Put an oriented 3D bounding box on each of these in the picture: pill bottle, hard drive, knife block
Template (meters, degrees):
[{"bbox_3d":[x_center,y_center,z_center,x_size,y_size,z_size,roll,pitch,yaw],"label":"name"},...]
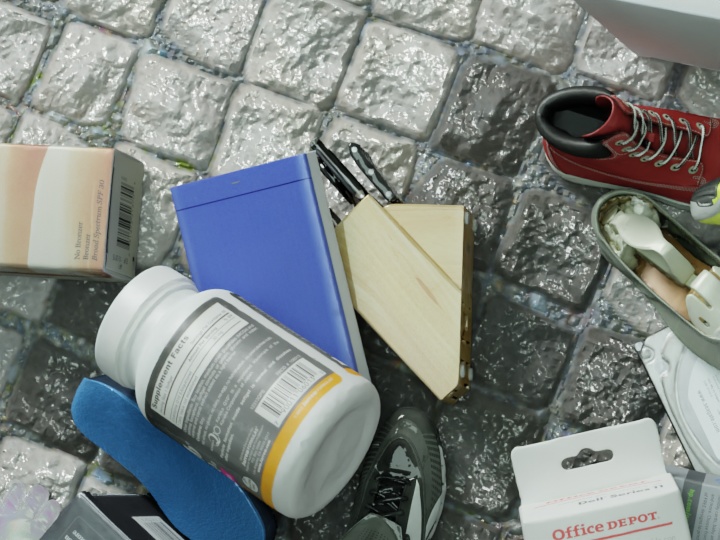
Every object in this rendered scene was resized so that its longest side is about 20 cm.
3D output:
[{"bbox_3d":[-0.093,0.085,1.493,0.199,0.116,0.117,31,90,24],"label":"pill bottle"},{"bbox_3d":[0.322,0.074,1.505,0.199,0.038,0.141,-26,79,6],"label":"hard drive"},{"bbox_3d":[-0.068,0.021,1.548,0.131,0.025,0.202,-12,93,33],"label":"hard drive"},{"bbox_3d":[0.000,0.000,1.563,0.174,0.064,0.202,0,83,12],"label":"knife block"}]

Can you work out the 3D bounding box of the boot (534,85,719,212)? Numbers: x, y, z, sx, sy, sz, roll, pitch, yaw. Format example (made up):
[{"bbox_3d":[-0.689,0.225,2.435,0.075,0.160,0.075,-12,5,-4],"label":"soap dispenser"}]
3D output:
[{"bbox_3d":[0.229,-0.092,1.489,0.198,0.144,0.073,7,83,10],"label":"boot"}]

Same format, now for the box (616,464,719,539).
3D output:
[{"bbox_3d":[0.274,0.233,1.474,0.198,0.041,0.157,11,100,13],"label":"box"}]

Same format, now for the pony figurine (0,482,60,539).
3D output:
[{"bbox_3d":[-0.352,0.209,1.560,0.166,0.200,0.194,26,73,20],"label":"pony figurine"}]

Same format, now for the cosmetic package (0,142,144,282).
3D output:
[{"bbox_3d":[-0.281,-0.048,1.611,0.198,0.087,0.104,2,84,11],"label":"cosmetic package"}]

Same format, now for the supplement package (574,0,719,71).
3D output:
[{"bbox_3d":[0.276,-0.211,1.461,0.199,0.156,0.112,15,85,31],"label":"supplement package"}]

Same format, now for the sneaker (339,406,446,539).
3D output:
[{"bbox_3d":[0.017,0.201,1.520,0.066,0.090,0.202,15,86,11],"label":"sneaker"}]

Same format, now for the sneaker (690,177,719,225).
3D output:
[{"bbox_3d":[0.337,-0.039,1.454,0.198,0.075,0.077,-1,96,2],"label":"sneaker"}]

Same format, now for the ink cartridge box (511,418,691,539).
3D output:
[{"bbox_3d":[0.180,0.216,1.430,0.116,0.067,0.202,-13,94,4],"label":"ink cartridge box"}]

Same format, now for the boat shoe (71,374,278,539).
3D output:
[{"bbox_3d":[-0.132,0.141,1.563,0.200,0.069,0.084,45,114,17],"label":"boat shoe"}]

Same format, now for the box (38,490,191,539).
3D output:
[{"bbox_3d":[-0.202,0.276,1.500,0.117,0.197,0.200,40,92,12],"label":"box"}]

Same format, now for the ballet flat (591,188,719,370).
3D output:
[{"bbox_3d":[0.241,0.010,1.484,0.067,0.064,0.200,-44,57,-4],"label":"ballet flat"}]
